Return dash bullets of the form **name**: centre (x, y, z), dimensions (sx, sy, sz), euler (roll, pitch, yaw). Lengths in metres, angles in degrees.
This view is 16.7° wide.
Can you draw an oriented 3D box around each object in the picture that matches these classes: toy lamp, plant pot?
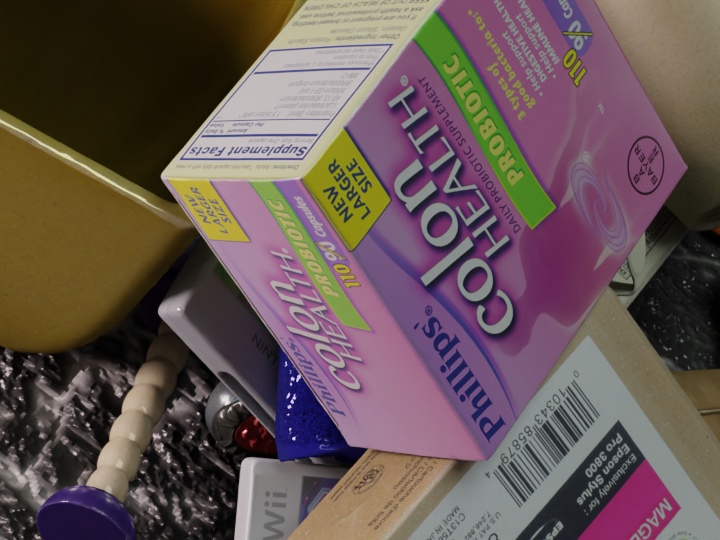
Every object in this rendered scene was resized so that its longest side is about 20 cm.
- **toy lamp**: centre (-0.108, 0.061, 1.258), dimensions (0.058, 0.058, 0.200), euler (30, 48, -6)
- **plant pot**: centre (0.187, -0.131, 1.388), dimensions (0.187, 0.187, 0.201), euler (-13, 75, -36)
- **plant pot**: centre (-0.168, -0.072, 1.225), dimensions (0.194, 0.200, 0.196), euler (29, 46, -7)

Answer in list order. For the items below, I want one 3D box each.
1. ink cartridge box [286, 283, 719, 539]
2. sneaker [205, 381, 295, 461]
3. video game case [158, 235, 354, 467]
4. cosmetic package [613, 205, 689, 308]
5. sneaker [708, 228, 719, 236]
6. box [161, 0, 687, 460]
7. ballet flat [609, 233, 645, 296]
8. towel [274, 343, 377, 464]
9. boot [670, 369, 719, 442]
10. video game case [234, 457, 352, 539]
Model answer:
- **ink cartridge box**: centre (0.082, 0.128, 1.192), dimensions (0.200, 0.075, 0.165), euler (-47, 115, -20)
- **sneaker**: centre (-0.025, 0.036, 1.326), dimensions (0.095, 0.080, 0.200), euler (31, 42, 26)
- **video game case**: centre (0.000, 0.000, 1.252), dimensions (0.182, 0.022, 0.201), euler (49, 56, -33)
- **cosmetic package**: centre (0.141, -0.038, 1.453), dimensions (0.103, 0.087, 0.200), euler (42, 45, 4)
- **sneaker**: centre (0.273, -0.102, 1.584), dimensions (0.075, 0.079, 0.201), euler (26, 47, -10)
- **box**: centre (0.036, -0.046, 1.141), dimensions (0.200, 0.096, 0.176), euler (-52, 124, -29)
- **ballet flat**: centre (0.116, 0.012, 1.320), dimensions (0.067, 0.201, 0.068), euler (20, 40, 15)
- **towel**: centre (0.020, -0.004, 1.223), dimensions (0.147, 0.049, 0.201), euler (-1, 90, -47)
- **boot**: centre (0.195, 0.064, 1.422), dimensions (0.199, 0.066, 0.176), euler (-5, 59, -31)
- **video game case**: centre (0.028, 0.174, 1.226), dimensions (0.199, 0.018, 0.144), euler (7, 84, -25)
